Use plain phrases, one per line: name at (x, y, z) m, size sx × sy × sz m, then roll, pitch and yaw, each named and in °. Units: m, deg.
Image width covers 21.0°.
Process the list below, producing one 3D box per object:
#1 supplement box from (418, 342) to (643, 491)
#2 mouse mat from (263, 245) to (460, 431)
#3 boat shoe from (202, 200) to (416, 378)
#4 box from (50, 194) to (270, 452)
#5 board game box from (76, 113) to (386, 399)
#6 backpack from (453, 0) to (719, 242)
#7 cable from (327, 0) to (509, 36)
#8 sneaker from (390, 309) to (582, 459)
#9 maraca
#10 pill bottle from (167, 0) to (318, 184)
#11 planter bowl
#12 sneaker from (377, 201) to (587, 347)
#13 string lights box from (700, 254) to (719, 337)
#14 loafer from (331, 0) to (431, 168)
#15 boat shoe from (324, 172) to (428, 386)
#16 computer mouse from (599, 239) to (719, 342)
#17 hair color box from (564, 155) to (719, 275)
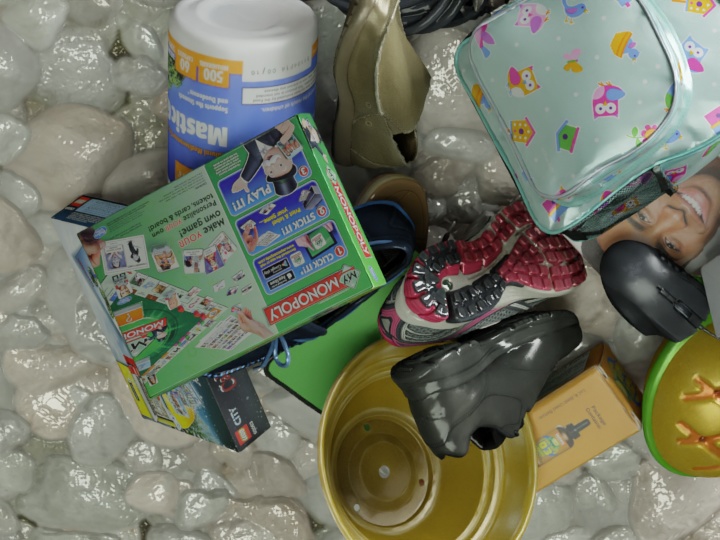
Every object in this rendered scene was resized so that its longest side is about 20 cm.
supplement box at (0.137, 0.143, 1.600) m, size 0.199 × 0.069 × 0.067 m, roll -33°, pitch 97°, yaw 22°
mouse mat at (0.035, 0.072, 1.555) m, size 0.161 × 0.008 × 0.200 m, roll -41°, pitch 131°, yaw 12°
boat shoe at (-0.050, 0.016, 1.440) m, size 0.200 × 0.069 × 0.084 m, roll -39°, pitch 116°, yaw 10°
box at (-0.158, 0.042, 1.540) m, size 0.136 × 0.038 × 0.201 m, roll 13°, pitch 132°, yaw 47°
board game box at (-0.095, -0.009, 1.398) m, size 0.199 × 0.029 × 0.135 m, roll -26°, pitch 87°, yaw 22°
backpack at (0.183, -0.137, 1.387) m, size 0.199 × 0.153 × 0.177 m, roll -28°, pitch 77°, yaw 9°
cable at (0.037, -0.267, 1.399) m, size 0.162 × 0.051 × 0.201 m, roll 1°, pitch 124°, yaw 9°
sneaker at (0.104, 0.087, 1.498) m, size 0.076 × 0.199 × 0.091 m, roll -15°, pitch 94°, yaw 48°
maraca at (0.290, 0.076, 1.536) m, size 0.136 × 0.107 × 0.202 m, roll -1°, pitch 116°, yaw -24°
pill bottle at (-0.090, -0.101, 1.458) m, size 0.111 × 0.112 × 0.201 m, roll 4°, pitch 120°, yaw 1°
planter bowl at (0.036, 0.155, 1.533) m, size 0.200 × 0.201 × 0.083 m, roll 37°, pitch 152°, yaw -16°
sneaker at (0.093, 0.004, 1.485) m, size 0.075 × 0.199 × 0.081 m, roll -43°, pitch 69°, yaw 46°
string lights box at (0.368, 0.002, 1.447) m, size 0.198 × 0.059 × 0.103 m, roll -4°, pitch 163°, yaw -22°
loafer at (0.018, -0.144, 1.420) m, size 0.067 × 0.077 × 0.200 m, roll 12°, pitch 151°, yaw 4°
boat shoe at (0.000, 0.000, 1.530) m, size 0.071 × 0.065 × 0.201 m, roll 2°, pitch 126°, yaw -22°
computer mouse at (0.263, 0.047, 1.467) m, size 0.199 × 0.034 × 0.059 m, roll 36°, pitch 89°, yaw -4°
hair color box at (0.257, -0.068, 1.483) m, size 0.200 × 0.061 × 0.102 m, roll -37°, pitch 112°, yaw 22°
